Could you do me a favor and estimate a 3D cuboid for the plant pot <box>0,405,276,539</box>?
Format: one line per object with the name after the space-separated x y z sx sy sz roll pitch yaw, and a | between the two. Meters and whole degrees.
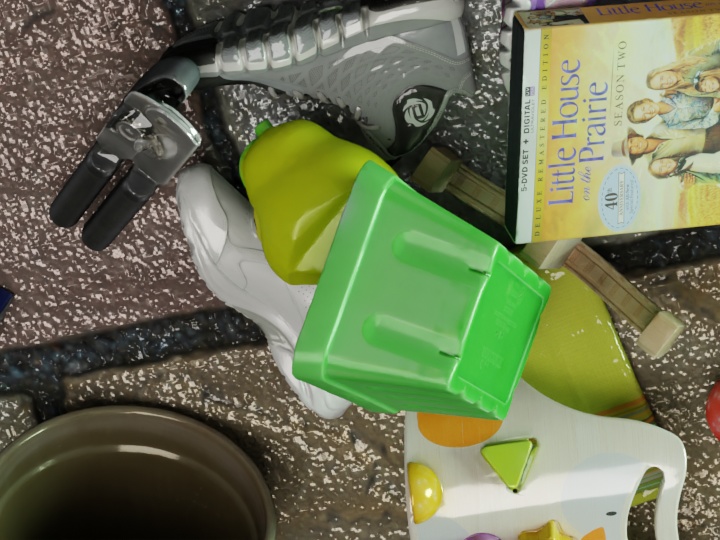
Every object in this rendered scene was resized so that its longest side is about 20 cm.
-0.162 0.219 1.802 0.200 0.200 0.174 12 134 5 | plant pot

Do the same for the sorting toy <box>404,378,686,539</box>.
0.127 0.163 1.742 0.180 0.107 0.200 -3 118 10 | sorting toy

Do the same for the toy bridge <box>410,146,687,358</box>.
0.120 -0.015 1.677 0.200 0.067 0.027 37 102 14 | toy bridge

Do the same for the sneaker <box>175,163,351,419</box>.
-0.039 -0.003 1.729 0.099 0.078 0.200 -32 114 16 | sneaker

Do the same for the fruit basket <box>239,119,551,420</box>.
0.000 0.000 1.623 0.216 0.216 0.156 20 86 1 | fruit basket

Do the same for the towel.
0.138 0.072 1.755 0.086 0.018 0.200 -20 109 13 | towel

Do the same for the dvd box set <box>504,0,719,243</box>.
0.188 -0.094 1.615 0.200 0.029 0.146 -5 118 -12 | dvd box set

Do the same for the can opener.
-0.142 -0.075 1.685 0.053 0.067 0.200 36 153 -7 | can opener

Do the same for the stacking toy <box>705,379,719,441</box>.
0.305 0.138 1.725 0.200 0.085 0.085 40 116 -1 | stacking toy

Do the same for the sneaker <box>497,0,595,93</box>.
0.134 -0.193 1.600 0.088 0.080 0.200 10 115 -2 | sneaker

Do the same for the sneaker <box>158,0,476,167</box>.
-0.021 -0.110 1.669 0.200 0.075 0.116 -11 114 15 | sneaker

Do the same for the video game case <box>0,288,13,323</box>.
-0.363 0.053 1.825 0.200 0.045 0.181 26 118 -2 | video game case
